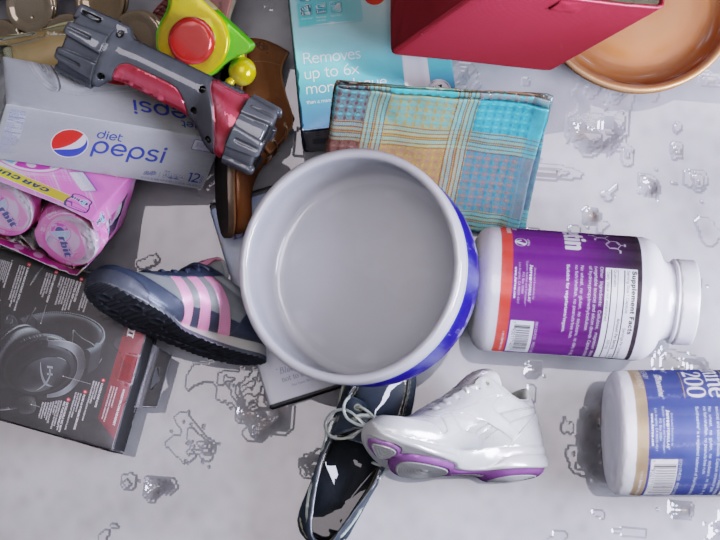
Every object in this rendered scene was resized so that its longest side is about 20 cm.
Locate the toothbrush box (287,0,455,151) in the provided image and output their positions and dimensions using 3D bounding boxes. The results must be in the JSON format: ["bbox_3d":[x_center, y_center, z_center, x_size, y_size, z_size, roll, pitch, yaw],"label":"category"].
[{"bbox_3d":[0.007,-0.223,1.456,0.145,0.085,0.201,-5,80,-2],"label":"toothbrush box"}]

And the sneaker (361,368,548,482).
[{"bbox_3d":[0.080,0.135,1.382,0.199,0.075,0.100,10,70,-38],"label":"sneaker"}]

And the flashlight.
[{"bbox_3d":[-0.170,-0.154,1.365,0.199,0.068,0.068,24,53,1],"label":"flashlight"}]

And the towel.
[{"bbox_3d":[0.066,-0.100,1.415,0.199,0.022,0.147,3,123,-8],"label":"towel"}]

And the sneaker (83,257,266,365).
[{"bbox_3d":[-0.156,0.019,1.367,0.070,0.200,0.083,-7,66,40],"label":"sneaker"}]

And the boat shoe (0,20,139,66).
[{"bbox_3d":[-0.300,-0.186,1.422,0.199,0.076,0.072,-6,98,17],"label":"boat shoe"}]

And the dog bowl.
[{"bbox_3d":[0.000,0.000,1.351,0.199,0.079,0.201,-2,82,16],"label":"dog bowl"}]

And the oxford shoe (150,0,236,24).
[{"bbox_3d":[-0.147,-0.247,1.469,0.070,0.075,0.201,30,102,0],"label":"oxford shoe"}]

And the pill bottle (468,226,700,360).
[{"bbox_3d":[0.199,0.022,1.406,0.199,0.112,0.113,4,81,-1],"label":"pill bottle"}]

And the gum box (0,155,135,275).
[{"bbox_3d":[-0.306,-0.078,1.407,0.199,0.114,0.066,23,121,3],"label":"gum box"}]

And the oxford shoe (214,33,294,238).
[{"bbox_3d":[-0.097,-0.124,1.442,0.071,0.071,0.201,10,73,-15],"label":"oxford shoe"}]

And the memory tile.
[{"bbox_3d":[-0.288,-0.231,1.460,0.200,0.017,0.153,43,108,6],"label":"memory tile"}]

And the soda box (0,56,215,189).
[{"bbox_3d":[-0.229,-0.131,1.401,0.199,0.064,0.068,8,43,-23],"label":"soda box"}]

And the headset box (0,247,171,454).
[{"bbox_3d":[-0.272,0.073,1.410,0.199,0.077,0.150,15,81,1],"label":"headset box"}]

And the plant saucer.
[{"bbox_3d":[0.261,-0.263,1.489,0.199,0.037,0.201,0,80,-1],"label":"plant saucer"}]

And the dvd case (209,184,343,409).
[{"bbox_3d":[-0.045,0.013,1.452,0.142,0.018,0.201,-17,81,-3],"label":"dvd case"}]

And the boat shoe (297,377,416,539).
[{"bbox_3d":[-0.002,0.155,1.401,0.075,0.062,0.201,28,87,-3],"label":"boat shoe"}]

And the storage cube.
[{"bbox_3d":[0.137,-0.285,1.357,0.199,0.180,0.172,2,78,-26],"label":"storage cube"}]

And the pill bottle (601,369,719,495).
[{"bbox_3d":[0.320,0.144,1.389,0.199,0.111,0.112,0,81,-1],"label":"pill bottle"}]

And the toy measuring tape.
[{"bbox_3d":[-0.176,-0.232,1.401,0.200,0.074,0.074,43,83,-3],"label":"toy measuring tape"}]
